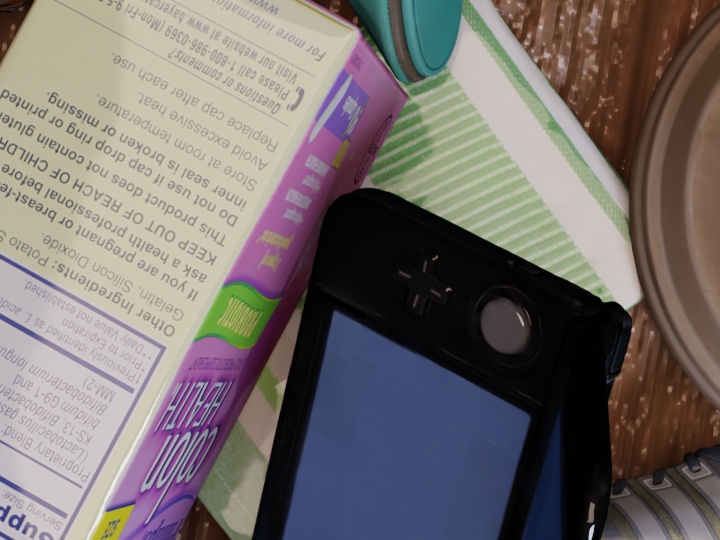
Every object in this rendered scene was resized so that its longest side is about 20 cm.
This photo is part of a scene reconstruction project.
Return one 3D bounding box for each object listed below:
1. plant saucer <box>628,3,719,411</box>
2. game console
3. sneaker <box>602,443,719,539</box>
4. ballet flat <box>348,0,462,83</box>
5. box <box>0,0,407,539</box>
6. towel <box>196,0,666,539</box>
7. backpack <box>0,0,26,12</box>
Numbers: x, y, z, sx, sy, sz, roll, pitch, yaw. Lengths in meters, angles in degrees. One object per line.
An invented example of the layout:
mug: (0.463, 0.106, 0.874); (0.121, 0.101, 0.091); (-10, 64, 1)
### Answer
plant saucer: (0.198, -0.023, 0.853); (0.199, 0.029, 0.201); (0, 86, -4)
game console: (0.012, 0.100, 0.763); (0.176, 0.116, 0.200); (28, 117, 29)
sneaker: (0.109, 0.099, 0.855); (0.199, 0.074, 0.081); (16, 71, 3)
ballet flat: (-0.002, -0.160, 0.813); (0.070, 0.067, 0.200); (12, 129, 18)
box: (-0.077, -0.004, 0.787); (0.097, 0.176, 0.200); (29, 90, 6)
towel: (0.000, 0.000, 0.880); (0.200, 0.023, 0.153); (-36, 86, 3)
backpack: (-0.117, -0.185, 0.804); (0.154, 0.190, 0.201); (0, 84, -16)
